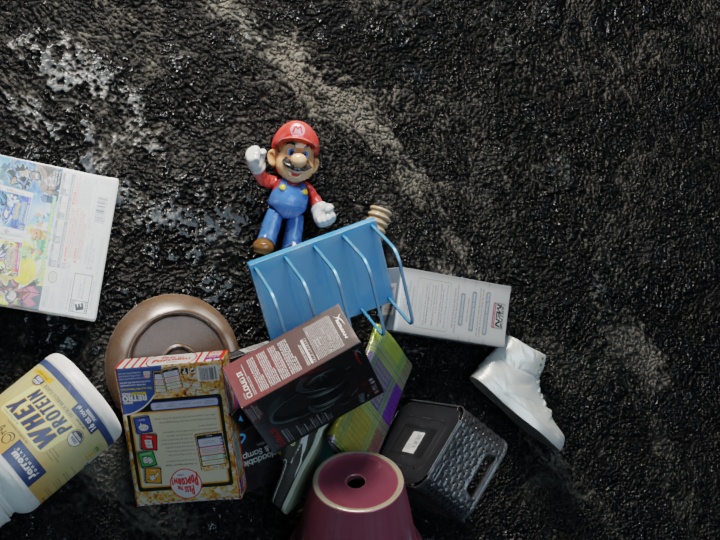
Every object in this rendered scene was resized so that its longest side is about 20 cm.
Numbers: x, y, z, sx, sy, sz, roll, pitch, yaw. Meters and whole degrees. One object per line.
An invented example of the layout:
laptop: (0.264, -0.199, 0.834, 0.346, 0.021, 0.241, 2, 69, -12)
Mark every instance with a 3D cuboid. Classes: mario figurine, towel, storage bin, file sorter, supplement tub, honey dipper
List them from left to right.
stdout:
supplement tub: (-0.428, 0.221, 1.488, 0.200, 0.144, 0.145, -41, 104, -21)
mario figurine: (-0.103, -0.118, 1.670, 0.123, 0.105, 0.202, 7, 91, -53)
file sorter: (-0.038, 0.037, 1.646, 0.199, 0.123, 0.140, -20, 118, -12)
honey dipper: (0.000, 0.000, 1.756, 0.038, 0.038, 0.201, 22, 82, -22)
towel: (0.013, 0.195, 1.705, 0.201, 0.023, 0.144, -66, 147, -23)
storage bin: (0.108, 0.276, 1.699, 0.094, 0.200, 0.136, 39, 73, -18)

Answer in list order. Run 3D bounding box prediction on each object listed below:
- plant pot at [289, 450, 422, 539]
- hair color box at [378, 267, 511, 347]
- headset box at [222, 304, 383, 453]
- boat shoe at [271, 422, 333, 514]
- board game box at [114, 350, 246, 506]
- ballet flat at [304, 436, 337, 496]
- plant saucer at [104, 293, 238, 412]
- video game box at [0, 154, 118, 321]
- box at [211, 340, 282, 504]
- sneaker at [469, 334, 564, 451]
plant pot: (-0.005, 0.363, 1.612, 0.199, 0.200, 0.180, -15, 125, -24)
hair color box: (0.133, 0.059, 1.798, 0.199, 0.061, 0.100, 10, 84, -23)
headset box: (-0.084, 0.154, 1.560, 0.199, 0.077, 0.149, -29, 145, -5)
boat shoe: (-0.085, 0.247, 1.650, 0.060, 0.072, 0.202, 22, 78, 11)
board game box: (-0.244, 0.217, 1.570, 0.150, 0.046, 0.202, -5, 102, 5)
ballet flat: (-0.037, 0.244, 1.713, 0.070, 0.071, 0.202, 11, 83, -24)
plant saucer: (-0.261, 0.134, 1.632, 0.199, 0.032, 0.202, 1, 87, -26)
video game box: (-0.434, -0.043, 1.552, 0.181, 0.047, 0.202, 12, 82, -26)
box: (-0.170, 0.216, 1.643, 0.142, 0.036, 0.202, -17, 105, -30)
sneaker: (0.281, 0.193, 1.853, 0.200, 0.074, 0.116, 44, 75, -15)
